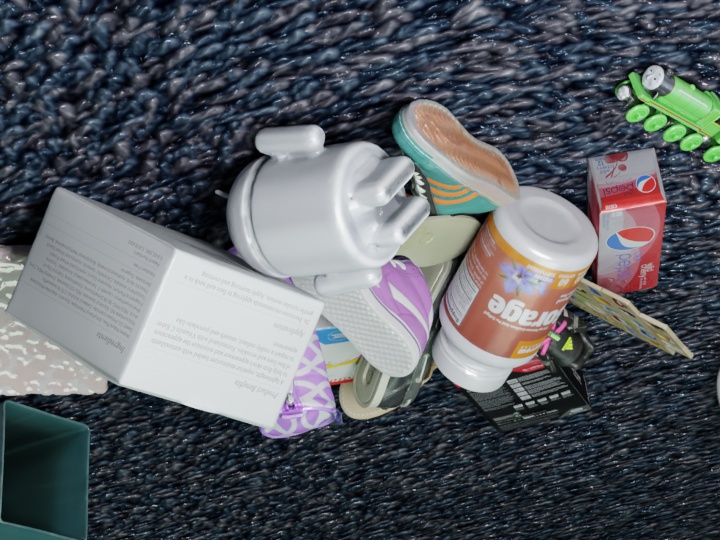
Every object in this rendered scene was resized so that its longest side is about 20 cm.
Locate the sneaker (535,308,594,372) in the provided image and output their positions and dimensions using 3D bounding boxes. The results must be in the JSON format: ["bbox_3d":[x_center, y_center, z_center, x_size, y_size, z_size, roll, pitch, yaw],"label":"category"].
[{"bbox_3d":[0.199,0.061,1.970,0.074,0.087,0.200,-53,151,4],"label":"sneaker"}]

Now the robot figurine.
[{"bbox_3d":[-0.038,-0.053,1.631,0.199,0.171,0.113,-5,-156,35],"label":"robot figurine"}]

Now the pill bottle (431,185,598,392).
[{"bbox_3d":[0.147,0.024,1.815,0.111,0.113,0.201,5,132,-26],"label":"pill bottle"}]

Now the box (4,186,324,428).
[{"bbox_3d":[-0.179,0.035,1.668,0.199,0.131,0.198,25,-178,44],"label":"box"}]

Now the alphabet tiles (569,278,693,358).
[{"bbox_3d":[0.249,0.033,1.897,0.199,0.006,0.166,28,174,33],"label":"alphabet tiles"}]

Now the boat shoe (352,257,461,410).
[{"bbox_3d":[0.060,0.061,1.917,0.067,0.072,0.201,11,119,-28],"label":"boat shoe"}]

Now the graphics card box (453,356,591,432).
[{"bbox_3d":[0.193,0.131,2.183,0.125,0.051,0.200,-17,152,15],"label":"graphics card box"}]

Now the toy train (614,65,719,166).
[{"bbox_3d":[0.306,-0.141,1.677,0.056,0.042,0.199,-37,144,28],"label":"toy train"}]

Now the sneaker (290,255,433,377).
[{"bbox_3d":[0.000,0.000,1.814,0.072,0.114,0.201,-23,113,35],"label":"sneaker"}]

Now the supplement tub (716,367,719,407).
[{"bbox_3d":[0.526,0.167,2.256,0.144,0.146,0.200,-16,153,15],"label":"supplement tub"}]

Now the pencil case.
[{"bbox_3d":[-0.082,0.067,1.796,0.083,0.201,0.086,-20,159,9],"label":"pencil case"}]

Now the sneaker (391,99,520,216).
[{"bbox_3d":[0.071,-0.091,1.664,0.080,0.072,0.200,-25,152,22],"label":"sneaker"}]

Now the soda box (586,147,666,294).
[{"bbox_3d":[0.264,-0.045,1.831,0.070,0.064,0.200,-10,154,2],"label":"soda box"}]

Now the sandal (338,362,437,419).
[{"bbox_3d":[0.053,0.094,2.005,0.211,0.078,0.070,-31,170,15],"label":"sandal"}]

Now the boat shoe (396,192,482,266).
[{"bbox_3d":[0.046,-0.046,1.765,0.201,0.063,0.074,0,138,-50],"label":"boat shoe"}]

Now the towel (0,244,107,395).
[{"bbox_3d":[-0.339,0.048,1.789,0.199,0.032,0.192,0,132,-12],"label":"towel"}]

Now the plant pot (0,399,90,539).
[{"bbox_3d":[-0.439,0.253,2.135,0.199,0.142,0.141,-16,155,31],"label":"plant pot"}]

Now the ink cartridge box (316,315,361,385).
[{"bbox_3d":[-0.059,0.076,1.968,0.115,0.068,0.200,-8,155,-2],"label":"ink cartridge box"}]
